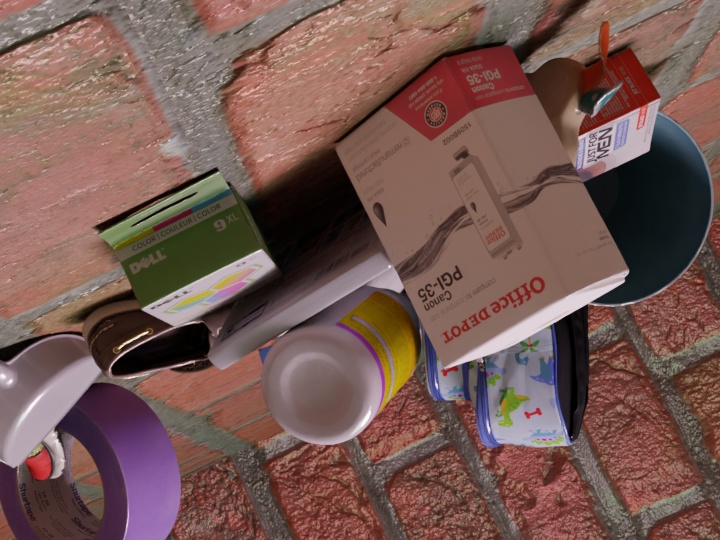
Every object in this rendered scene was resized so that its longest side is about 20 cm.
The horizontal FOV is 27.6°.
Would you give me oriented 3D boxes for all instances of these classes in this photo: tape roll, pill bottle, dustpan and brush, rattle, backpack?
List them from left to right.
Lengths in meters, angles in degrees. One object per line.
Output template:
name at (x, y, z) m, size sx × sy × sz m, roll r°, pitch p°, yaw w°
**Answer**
dustpan and brush at (-0.305, 0.101, 1.303) m, size 0.140 × 0.057 × 0.200 m, roll -50°, pitch 172°, yaw -8°
tape roll at (-0.297, 0.227, 1.591) m, size 0.200 × 0.200 × 0.085 m, roll -32°, pitch 169°, yaw 33°
pill bottle at (-0.007, 0.074, 1.290) m, size 0.104 × 0.104 × 0.200 m, roll -30°, pitch -177°, yaw 22°
backpack at (0.135, 0.061, 1.339) m, size 0.147 × 0.200 × 0.183 m, roll -7°, pitch -178°, yaw 16°
rattle at (0.177, -0.107, 1.177) m, size 0.143 × 0.130 × 0.200 m, roll 25°, pitch 128°, yaw -26°

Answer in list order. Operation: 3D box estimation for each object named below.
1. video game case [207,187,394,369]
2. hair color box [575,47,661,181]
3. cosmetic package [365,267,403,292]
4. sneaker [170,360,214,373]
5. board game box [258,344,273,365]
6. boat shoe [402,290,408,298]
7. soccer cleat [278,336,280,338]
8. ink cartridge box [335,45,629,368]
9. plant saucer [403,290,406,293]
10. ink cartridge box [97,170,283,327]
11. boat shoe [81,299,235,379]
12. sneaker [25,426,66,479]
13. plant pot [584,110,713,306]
video game case at (-0.031, -0.013, 1.261) m, size 0.200 × 0.024 × 0.182 m, roll -32°, pitch -161°, yaw 31°
hair color box at (0.168, -0.114, 1.337) m, size 0.200 × 0.064 × 0.111 m, roll -25°, pitch 159°, yaw -4°
cosmetic package at (0.000, 0.000, 1.437) m, size 0.083 × 0.051 × 0.200 m, roll -48°, pitch 166°, yaw -15°
sneaker at (-0.118, 0.044, 1.467) m, size 0.200 × 0.070 × 0.076 m, roll -31°, pitch 173°, yaw 31°
board game box at (0.006, 0.073, 1.608) m, size 0.200 × 0.037 × 0.151 m, roll -19°, pitch 172°, yaw 12°
boat shoe at (0.080, 0.016, 1.687) m, size 0.200 × 0.070 × 0.066 m, roll 2°, pitch 145°, yaw -25°
soccer cleat at (-0.053, 0.036, 1.574) m, size 0.085 × 0.069 × 0.200 m, roll -10°, pitch -178°, yaw 40°
ink cartridge box at (0.090, -0.047, 1.114) m, size 0.083 × 0.200 × 0.146 m, roll -17°, pitch 167°, yaw -45°
plant saucer at (0.081, -0.021, 1.540) m, size 0.200 × 0.032 × 0.200 m, roll 2°, pitch 159°, yaw 1°
ink cartridge box at (-0.128, -0.011, 1.153) m, size 0.104 × 0.059 × 0.200 m, roll -26°, pitch 171°, yaw -1°
boat shoe at (-0.149, 0.054, 1.337) m, size 0.200 × 0.060 × 0.072 m, roll -10°, pitch 138°, yaw -25°
sneaker at (-0.348, 0.159, 1.469) m, size 0.085 × 0.077 × 0.200 m, roll -17°, pitch 153°, yaw -11°
plant pot at (0.238, -0.075, 1.489) m, size 0.200 × 0.200 × 0.135 m, roll -26°, pitch -167°, yaw -4°
